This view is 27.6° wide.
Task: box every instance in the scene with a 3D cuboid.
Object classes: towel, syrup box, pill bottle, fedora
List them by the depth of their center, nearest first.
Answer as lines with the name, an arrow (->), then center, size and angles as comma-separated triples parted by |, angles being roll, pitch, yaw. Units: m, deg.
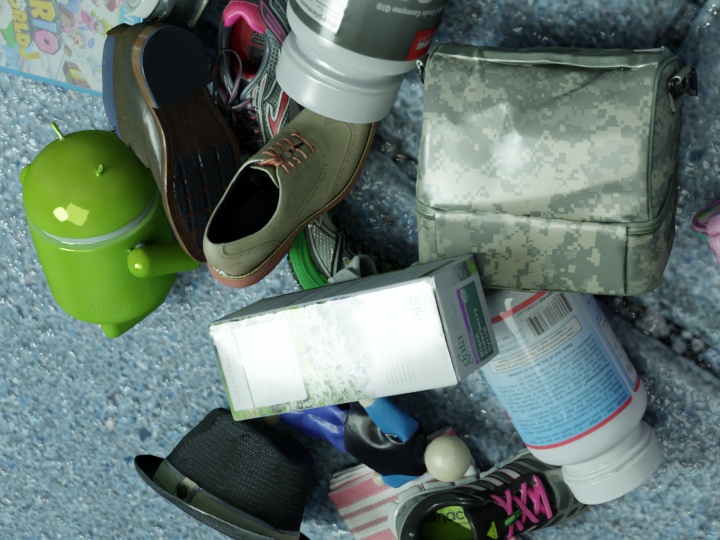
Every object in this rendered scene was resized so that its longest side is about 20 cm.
syrup box -> -0.006, 0.051, 1.088 | 0.199, 0.081, 0.079 | -13, 96, 29
pill bottle -> 0.012, -0.218, 1.089 | 0.114, 0.114, 0.201 | 27, 122, 8
pill bottle -> 0.162, 0.084, 1.182 | 0.108, 0.109, 0.200 | -24, 104, 30
fedora -> -0.105, 0.183, 1.333 | 0.200, 0.201, 0.092 | 27, 88, 8
towel -> 0.076, 0.248, 1.349 | 0.146, 0.030, 0.200 | -26, 104, 28

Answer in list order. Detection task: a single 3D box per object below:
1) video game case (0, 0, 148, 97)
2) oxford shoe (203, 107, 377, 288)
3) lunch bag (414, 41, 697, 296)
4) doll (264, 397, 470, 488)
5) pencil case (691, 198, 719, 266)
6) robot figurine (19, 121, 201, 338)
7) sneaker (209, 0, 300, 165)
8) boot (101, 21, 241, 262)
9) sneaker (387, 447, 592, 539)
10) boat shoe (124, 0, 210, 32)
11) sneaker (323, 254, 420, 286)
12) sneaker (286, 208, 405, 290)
video game case -> -0.272, -0.231, 1.256 | 0.199, 0.018, 0.144 | 16, 119, 14
oxford shoe -> -0.051, -0.077, 1.149 | 0.070, 0.200, 0.075 | 30, 165, 15
lunch bag -> 0.142, -0.085, 1.085 | 0.199, 0.139, 0.168 | 7, 124, 21
doll -> 0.004, 0.137, 1.277 | 0.199, 0.049, 0.137 | 20, 143, 25
pencil case -> 0.326, 0.030, 1.101 | 0.087, 0.087, 0.201 | -21, 105, 29
robot figurine -> -0.222, -0.035, 1.257 | 0.175, 0.116, 0.200 | 36, 150, 32
sneaker -> -0.093, -0.139, 1.195 | 0.080, 0.075, 0.201 | 12, 120, 17
boot -> -0.153, -0.109, 1.185 | 0.097, 0.074, 0.201 | 27, 133, 51
sneaker -> 0.119, 0.208, 1.255 | 0.199, 0.087, 0.074 | -16, 105, 8
boat shoe -> -0.116, -0.280, 1.144 | 0.060, 0.076, 0.200 | 18, 118, -33
sneaker -> -0.016, 0.035, 1.183 | 0.199, 0.076, 0.092 | -7, 94, 25
sneaker -> 0.000, 0.000, 1.235 | 0.085, 0.078, 0.200 | -20, 115, 22
